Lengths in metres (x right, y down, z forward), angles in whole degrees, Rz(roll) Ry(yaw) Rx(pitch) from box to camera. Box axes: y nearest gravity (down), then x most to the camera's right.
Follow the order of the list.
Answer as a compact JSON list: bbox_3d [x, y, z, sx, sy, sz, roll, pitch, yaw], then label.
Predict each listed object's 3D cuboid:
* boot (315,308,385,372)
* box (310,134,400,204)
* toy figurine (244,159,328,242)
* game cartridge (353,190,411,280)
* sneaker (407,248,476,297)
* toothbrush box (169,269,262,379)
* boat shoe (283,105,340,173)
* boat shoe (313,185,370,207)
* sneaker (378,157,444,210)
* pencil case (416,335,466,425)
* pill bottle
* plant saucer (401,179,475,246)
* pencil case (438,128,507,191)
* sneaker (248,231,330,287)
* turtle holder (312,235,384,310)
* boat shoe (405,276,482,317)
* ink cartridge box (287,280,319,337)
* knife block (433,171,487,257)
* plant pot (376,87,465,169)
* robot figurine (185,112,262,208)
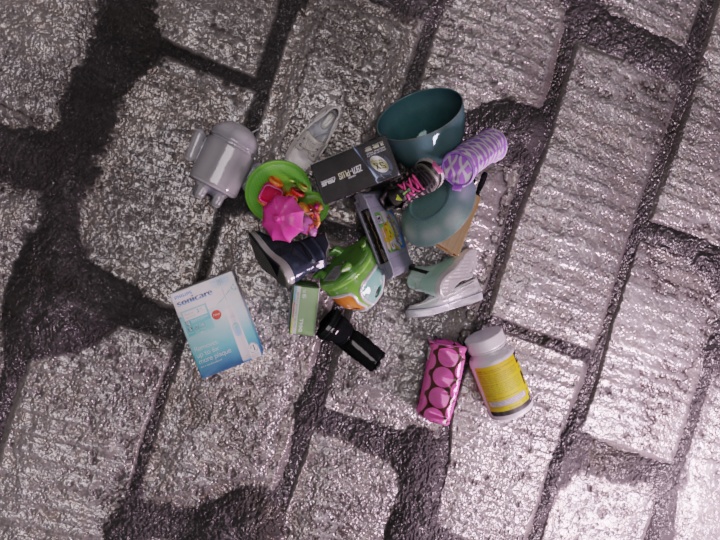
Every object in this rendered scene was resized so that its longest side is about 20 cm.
[{"bbox_3d":[-0.018,0.162,1.414,0.162,0.198,0.073,42,89,-3],"label":"boot"},{"bbox_3d":[-0.012,-0.207,1.320,0.162,0.200,0.087,-21,97,1],"label":"box"},{"bbox_3d":[-0.144,-0.118,1.334,0.198,0.185,0.151,25,112,-25],"label":"toy figurine"},{"bbox_3d":[0.054,-0.085,1.439,0.040,0.133,0.202,-21,91,22],"label":"game cartridge"},{"bbox_3d":[0.190,-0.008,1.491,0.200,0.117,0.075,-33,124,-44],"label":"sneaker"},{"bbox_3d":[-0.317,0.116,1.412,0.145,0.085,0.202,-19,95,-8],"label":"toothbrush box"},{"bbox_3d":[-0.112,-0.291,1.430,0.070,0.069,0.201,33,88,-11],"label":"boat shoe"},{"bbox_3d":[-0.007,-0.202,1.454,0.198,0.072,0.066,-25,101,-7],"label":"boat shoe"},{"bbox_3d":[0.105,-0.177,1.374,0.087,0.199,0.074,-45,103,-28],"label":"sneaker"},{"bbox_3d":[0.188,0.263,1.505,0.092,0.091,0.203,9,94,-18],"label":"pencil case"},{"bbox_3d":[0.328,0.245,1.513,0.113,0.114,0.202,-23,97,-7],"label":"pill bottle"},{"bbox_3d":[0.163,-0.151,1.424,0.039,0.200,0.202,37,87,-39],"label":"plant saucer"},{"bbox_3d":[0.253,-0.246,1.386,0.200,0.083,0.087,-37,126,-43],"label":"pencil case"},{"bbox_3d":[-0.151,-0.048,1.404,0.145,0.202,0.078,-28,134,-23],"label":"sneaker"},{"bbox_3d":[-0.009,0.006,1.445,0.140,0.186,0.132,-25,116,26],"label":"turtle holder"},{"bbox_3d":[0.194,0.063,1.509,0.198,0.073,0.066,-15,91,-19],"label":"boat shoe"},{"bbox_3d":[-0.124,0.081,1.383,0.058,0.200,0.105,7,93,-7],"label":"ink cartridge box"},{"bbox_3d":[0.231,-0.151,1.447,0.063,0.201,0.176,27,118,-12],"label":"knife block"},{"bbox_3d":[0.150,-0.299,1.430,0.199,0.200,0.136,-32,130,-6],"label":"plant pot"},{"bbox_3d":[-0.296,-0.238,1.379,0.168,0.113,0.202,28,88,-27],"label":"robot figurine"}]
